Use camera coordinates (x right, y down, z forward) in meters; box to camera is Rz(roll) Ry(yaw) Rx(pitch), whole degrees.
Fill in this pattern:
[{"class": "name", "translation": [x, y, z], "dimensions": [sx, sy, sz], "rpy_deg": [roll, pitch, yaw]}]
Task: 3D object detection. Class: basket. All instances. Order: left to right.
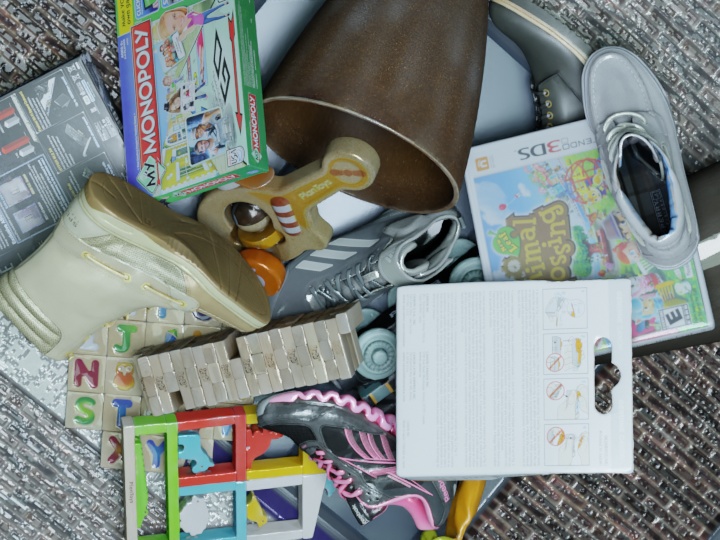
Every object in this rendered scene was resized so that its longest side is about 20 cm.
[{"class": "basket", "translation": [0.261, 0.005, 1.756], "dimensions": [0.198, 0.136, 0.181], "rpy_deg": [-18, 129, 2]}]

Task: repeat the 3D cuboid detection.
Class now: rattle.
[{"class": "rattle", "translation": [0.007, 0.237, 1.790], "dimensions": [0.198, 0.130, 0.144], "rpy_deg": [0, 88, 19]}]

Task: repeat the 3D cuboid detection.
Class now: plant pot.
[{"class": "plant pot", "translation": [0.031, -0.180, 1.684], "dimensions": [0.186, 0.187, 0.201], "rpy_deg": [26, 72, -10]}]

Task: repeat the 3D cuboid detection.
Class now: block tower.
[{"class": "block tower", "translation": [-0.093, 0.077, 1.710], "dimensions": [0.198, 0.054, 0.058], "rpy_deg": [-14, 98, 14]}]

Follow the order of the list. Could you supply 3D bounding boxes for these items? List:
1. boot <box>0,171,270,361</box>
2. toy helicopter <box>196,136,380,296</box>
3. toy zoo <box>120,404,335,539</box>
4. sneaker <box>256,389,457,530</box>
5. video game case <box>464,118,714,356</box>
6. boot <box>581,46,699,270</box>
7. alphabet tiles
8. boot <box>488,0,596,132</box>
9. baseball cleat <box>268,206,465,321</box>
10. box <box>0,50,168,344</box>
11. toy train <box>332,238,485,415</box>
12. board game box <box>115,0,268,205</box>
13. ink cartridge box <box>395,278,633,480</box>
[{"class": "boot", "translation": [-0.189, 0.023, 1.662], "dimensions": [0.199, 0.073, 0.155], "rpy_deg": [32, 118, -31]}, {"class": "toy helicopter", "translation": [-0.064, -0.068, 1.669], "dimensions": [0.132, 0.199, 0.079], "rpy_deg": [42, 47, -22]}, {"class": "toy zoo", "translation": [-0.109, 0.181, 1.765], "dimensions": [0.198, 0.020, 0.132], "rpy_deg": [-5, 114, -12]}, {"class": "sneaker", "translation": [-0.001, 0.165, 1.711], "dimensions": [0.199, 0.079, 0.096], "rpy_deg": [21, 74, -16]}, {"class": "video game case", "translation": [0.189, -0.028, 1.695], "dimensions": [0.181, 0.022, 0.202], "rpy_deg": [-13, 75, 11]}, {"class": "boot", "translation": [0.228, -0.104, 1.641], "dimensions": [0.073, 0.096, 0.201], "rpy_deg": [-21, 73, 8]}, {"class": "alphabet tiles", "translation": [-0.173, 0.078, 1.760], "dimensions": [0.165, 0.006, 0.202], "rpy_deg": [5, 98, 1]}, {"class": "boot", "translation": [0.160, -0.138, 1.753], "dimensions": [0.200, 0.077, 0.139], "rpy_deg": [39, 97, -10]}, {"class": "baseball cleat", "translation": [0.000, 0.000, 1.733], "dimensions": [0.199, 0.106, 0.070], "rpy_deg": [-37, 106, 1]}, {"class": "box", "translation": [-0.257, -0.061, 1.708], "dimensions": [0.157, 0.050, 0.201], "rpy_deg": [-27, 100, 5]}, {"class": "toy train", "translation": [0.070, 0.059, 1.766], "dimensions": [0.199, 0.085, 0.114], "rpy_deg": [-36, 110, -1]}, {"class": "board game box", "translation": [-0.141, -0.163, 1.653], "dimensions": [0.134, 0.029, 0.202], "rpy_deg": [-16, 73, 35]}, {"class": "ink cartridge box", "translation": [0.128, 0.090, 1.658], "dimensions": [0.198, 0.050, 0.164], "rpy_deg": [-2, 80, 13]}]
